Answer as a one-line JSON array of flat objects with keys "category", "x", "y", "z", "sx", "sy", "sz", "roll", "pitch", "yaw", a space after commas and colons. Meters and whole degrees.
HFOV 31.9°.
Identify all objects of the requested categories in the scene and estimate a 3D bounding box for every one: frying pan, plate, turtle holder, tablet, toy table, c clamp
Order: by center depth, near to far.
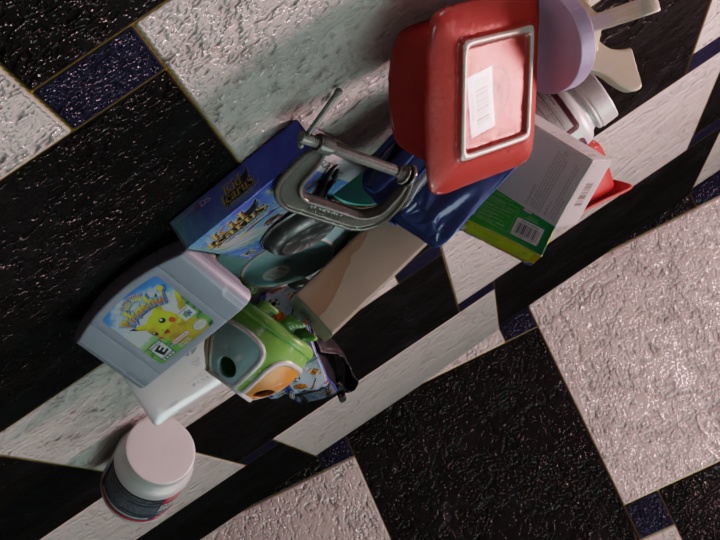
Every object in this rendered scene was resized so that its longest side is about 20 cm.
[{"category": "c clamp", "x": -0.009, "y": -0.112, "z": 1.457, "sx": 0.199, "sy": 0.027, "sz": 0.171, "roll": 22, "pitch": 126, "yaw": -42}, {"category": "toy table", "x": 0.257, "y": -0.284, "z": 1.478, "sx": 0.117, "sy": 0.185, "sz": 0.200, "roll": -21, "pitch": -159, "yaw": -16}, {"category": "frying pan", "x": -0.050, "y": -0.072, "z": 1.586, "sx": 0.190, "sy": 0.031, "sz": 0.115, "roll": -39, "pitch": 164, "yaw": 34}, {"category": "plate", "x": -0.103, "y": -0.019, "z": 1.731, "sx": 0.199, "sy": 0.026, "sz": 0.200, "roll": -18, "pitch": 158, "yaw": -7}, {"category": "turtle holder", "x": -0.163, "y": 0.096, "z": 1.748, "sx": 0.132, "sy": 0.185, "sz": 0.141, "roll": -54, "pitch": -175, "yaw": -6}, {"category": "tablet", "x": -0.244, "y": 0.126, "z": 1.833, "sx": 0.199, "sy": 0.131, "sz": 0.014, "roll": -32, "pitch": -156, "yaw": -10}]

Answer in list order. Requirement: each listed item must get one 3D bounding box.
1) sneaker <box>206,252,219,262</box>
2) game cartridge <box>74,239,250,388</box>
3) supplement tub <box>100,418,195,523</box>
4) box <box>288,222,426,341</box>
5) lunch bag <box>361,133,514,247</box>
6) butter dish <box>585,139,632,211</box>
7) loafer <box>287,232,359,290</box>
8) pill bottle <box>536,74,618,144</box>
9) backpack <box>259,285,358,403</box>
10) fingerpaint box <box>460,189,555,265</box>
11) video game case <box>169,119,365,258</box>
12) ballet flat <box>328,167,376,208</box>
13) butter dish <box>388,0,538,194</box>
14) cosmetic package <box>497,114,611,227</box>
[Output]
[{"category": "sneaker", "x": -0.251, "y": 0.041, "z": 1.604, "sx": 0.200, "sy": 0.076, "sz": 0.076, "roll": -47, "pitch": 155, "yaw": 27}, {"category": "game cartridge", "x": -0.251, "y": 0.052, "z": 1.560, "sx": 0.200, "sy": 0.133, "sz": 0.041, "roll": -39, "pitch": -150, "yaw": 16}, {"category": "supplement tub", "x": -0.375, "y": 0.353, "z": 2.222, "sx": 0.140, "sy": 0.141, "sz": 0.200, "roll": -25, "pitch": 164, "yaw": -33}, {"category": "box", "x": 0.000, "y": 0.000, "z": 1.755, "sx": 0.200, "sy": 0.078, "sz": 0.095, "roll": -44, "pitch": 179, "yaw": -15}, {"category": "lunch bag", "x": 0.090, "y": -0.133, "z": 1.592, "sx": 0.200, "sy": 0.132, "sz": 0.136, "roll": -48, "pitch": -165, "yaw": -1}, {"category": "butter dish", "x": 0.305, "y": -0.172, "z": 2.031, "sx": 0.199, "sy": 0.149, "sz": 0.199, "roll": -24, "pitch": -155, "yaw": -35}, {"category": "loafer", "x": -0.022, "y": -0.032, "z": 1.869, "sx": 0.199, "sy": 0.073, "sz": 0.071, "roll": -29, "pitch": 167, "yaw": -19}, {"category": "pill bottle", "x": 0.271, "y": -0.210, "z": 1.861, "sx": 0.200, "sy": 0.114, "sz": 0.114, "roll": -35, "pitch": 166, "yaw": 7}, {"category": "backpack", "x": -0.105, "y": 0.108, "z": 1.966, "sx": 0.153, "sy": 0.201, "sz": 0.191, "roll": -19, "pitch": 161, "yaw": -5}, {"category": "fingerpaint box", "x": 0.182, "y": -0.088, "z": 1.834, "sx": 0.074, "sy": 0.199, "sz": 0.167, "roll": -63, "pitch": 175, "yaw": -3}, {"category": "video game case", "x": -0.109, "y": -0.092, "z": 1.537, "sx": 0.200, "sy": 0.046, "sz": 0.181, "roll": -37, "pitch": 165, "yaw": 14}, {"category": "ballet flat", "x": 0.008, "y": -0.108, "z": 1.713, "sx": 0.200, "sy": 0.069, "sz": 0.071, "roll": -26, "pitch": 168, "yaw": -46}, {"category": "butter dish", "x": 0.096, "y": -0.208, "z": 1.406, "sx": 0.199, "sy": 0.147, "sz": 0.201, "roll": -23, "pitch": 121, "yaw": -44}, {"category": "cosmetic package", "x": 0.224, "y": -0.155, "z": 1.712, "sx": 0.085, "sy": 0.200, "sz": 0.108, "roll": -8, "pitch": 131, "yaw": -60}]
